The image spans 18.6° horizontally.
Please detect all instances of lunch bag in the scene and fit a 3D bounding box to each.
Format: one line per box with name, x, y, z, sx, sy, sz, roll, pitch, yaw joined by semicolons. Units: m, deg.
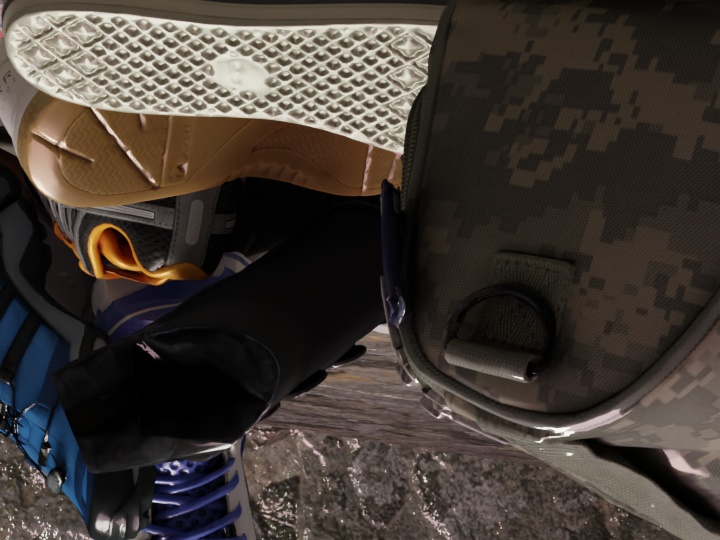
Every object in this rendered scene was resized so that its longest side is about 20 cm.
lunch bag;0.103;-0.012;0.542;0.139;0.168;0.200;9;164;39

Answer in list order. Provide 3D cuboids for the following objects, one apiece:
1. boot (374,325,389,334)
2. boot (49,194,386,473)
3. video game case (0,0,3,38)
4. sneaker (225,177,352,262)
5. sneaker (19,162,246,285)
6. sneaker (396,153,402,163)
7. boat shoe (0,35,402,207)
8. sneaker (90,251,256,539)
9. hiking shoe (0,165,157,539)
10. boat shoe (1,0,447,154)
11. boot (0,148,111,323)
boot;0.054;-0.016;1.071;0.200;0.073;0.090;-7;161;26
boot;-0.001;0.001;0.808;0.165;0.066;0.200;-32;176;30
video game case;-0.128;-0.091;0.833;0.143;0.018;0.200;4;172;12
sneaker;-0.030;-0.019;1.024;0.200;0.074;0.079;1;160;30
sneaker;-0.098;-0.031;0.904;0.078;0.077;0.200;7;174;-18
sneaker;0.101;-0.026;0.759;0.200;0.096;0.079;-7;176;-26
boat shoe;-0.033;-0.070;0.757;0.200;0.071;0.069;-4;-141;-33
sneaker;-0.077;0.082;1.001;0.080;0.115;0.200;-7;151;-12
hiking shoe;-0.156;0.044;0.937;0.087;0.200;0.074;-16;143;-28
boat shoe;-0.006;-0.078;0.664;0.199;0.062;0.075;7;146;1
boot;-0.113;-0.022;1.157;0.188;0.069;0.200;25;-160;25
